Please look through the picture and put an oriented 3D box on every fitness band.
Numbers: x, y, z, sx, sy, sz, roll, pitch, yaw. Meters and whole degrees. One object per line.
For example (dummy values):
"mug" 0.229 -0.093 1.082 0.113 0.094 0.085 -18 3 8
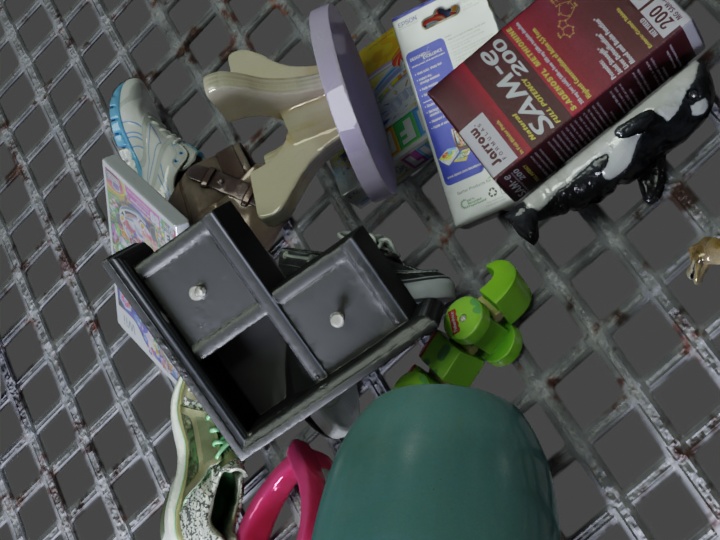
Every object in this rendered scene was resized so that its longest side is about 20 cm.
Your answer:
"fitness band" -0.066 0.226 1.229 0.144 0.037 0.200 -62 16 10

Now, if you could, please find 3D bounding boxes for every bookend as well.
"bookend" -0.068 0.014 1.196 0.200 0.092 0.199 -34 94 10

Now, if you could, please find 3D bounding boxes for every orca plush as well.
"orca plush" 0.215 -0.080 1.174 0.200 0.105 0.071 -39 90 -10

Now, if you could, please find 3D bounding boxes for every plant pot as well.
"plant pot" 0.061 0.183 1.114 0.200 0.200 0.162 -13 56 33

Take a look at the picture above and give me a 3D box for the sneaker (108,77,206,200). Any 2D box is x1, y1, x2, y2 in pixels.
"sneaker" -0.203 -0.120 1.523 0.086 0.075 0.201 -25 67 20

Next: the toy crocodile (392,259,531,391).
"toy crocodile" 0.074 0.079 1.225 0.200 0.067 0.062 -54 42 4

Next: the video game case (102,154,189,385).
"video game case" -0.203 0.005 1.414 0.143 0.018 0.201 39 140 41

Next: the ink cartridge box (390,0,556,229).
"ink cartridge box" 0.100 -0.146 1.274 0.094 0.037 0.201 -22 81 26

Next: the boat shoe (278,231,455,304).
"boat shoe" 0.002 0.000 1.307 0.199 0.073 0.068 -1 86 47

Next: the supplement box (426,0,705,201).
"supplement box" 0.166 -0.164 1.189 0.200 0.061 0.109 -40 63 10

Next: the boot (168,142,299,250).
"boot" -0.113 -0.029 1.414 0.146 0.070 0.200 -44 70 -4

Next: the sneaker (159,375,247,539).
"sneaker" -0.125 0.168 1.329 0.088 0.077 0.201 -9 74 50

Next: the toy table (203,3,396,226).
"toy table" -0.050 -0.135 1.300 0.117 0.184 0.201 -20 47 12

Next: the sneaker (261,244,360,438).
"sneaker" -0.089 0.073 1.312 0.112 0.073 0.200 -27 97 37

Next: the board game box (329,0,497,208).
"board game box" 0.050 -0.167 1.362 0.200 0.034 0.135 -34 55 22

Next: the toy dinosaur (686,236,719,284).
"toy dinosaur" 0.327 -0.036 1.081 0.200 0.058 0.101 -34 54 22
